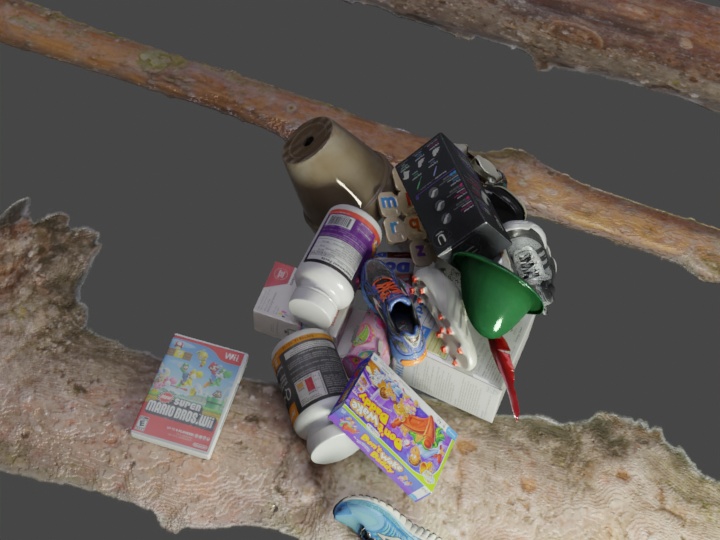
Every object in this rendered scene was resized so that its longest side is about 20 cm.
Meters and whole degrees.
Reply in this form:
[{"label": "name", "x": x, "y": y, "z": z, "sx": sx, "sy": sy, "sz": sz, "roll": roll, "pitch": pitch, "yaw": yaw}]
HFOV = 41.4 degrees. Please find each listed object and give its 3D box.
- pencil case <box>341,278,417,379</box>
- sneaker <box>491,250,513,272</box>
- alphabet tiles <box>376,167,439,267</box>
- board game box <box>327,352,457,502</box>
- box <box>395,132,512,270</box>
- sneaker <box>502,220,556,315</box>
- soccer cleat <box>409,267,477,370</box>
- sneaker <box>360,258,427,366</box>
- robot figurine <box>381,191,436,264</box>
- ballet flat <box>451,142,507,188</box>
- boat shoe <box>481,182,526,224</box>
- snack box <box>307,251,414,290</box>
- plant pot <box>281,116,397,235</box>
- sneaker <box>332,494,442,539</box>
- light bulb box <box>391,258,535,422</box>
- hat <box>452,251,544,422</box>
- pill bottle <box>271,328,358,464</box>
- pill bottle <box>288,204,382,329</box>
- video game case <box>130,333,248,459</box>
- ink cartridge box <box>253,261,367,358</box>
[{"label": "pencil case", "x": 0.038, "y": 0.109, "z": 1.674, "sx": 0.086, "sy": 0.088, "sz": 0.202, "roll": 21, "pitch": 52, "yaw": 11}, {"label": "sneaker", "x": 0.229, "y": 0.001, "z": 1.723, "sx": 0.076, "sy": 0.200, "sz": 0.080, "roll": -16, "pitch": 89, "yaw": -4}, {"label": "alphabet tiles", "x": 0.128, "y": -0.101, "z": 1.743, "sx": 0.196, "sy": 0.015, "sz": 0.200, "roll": -6, "pitch": 70, "yaw": -21}, {"label": "board game box", "x": 0.055, "y": 0.250, "z": 1.530, "sx": 0.200, "sy": 0.045, "sz": 0.135, "roll": 44, "pitch": 41, "yaw": -8}, {"label": "box", "x": 0.159, "y": -0.113, "z": 1.641, "sx": 0.105, "sy": 0.122, "sz": 0.203, "roll": -34, "pitch": 58, "yaw": 18}, {"label": "sneaker", "x": 0.307, "y": -0.001, "z": 1.716, "sx": 0.074, "sy": 0.200, "sz": 0.116, "roll": -13, "pitch": 54, "yaw": 24}, {"label": "soccer cleat", "x": 0.152, "y": 0.072, "z": 1.571, "sx": 0.076, "sy": 0.070, "sz": 0.202, "roll": -14, "pitch": 55, "yaw": -21}, {"label": "sneaker", "x": 0.058, "y": 0.055, "z": 1.570, "sx": 0.074, "sy": 0.079, "sz": 0.202, "roll": -21, "pitch": 58, "yaw": -14}, {"label": "robot figurine", "x": 0.121, "y": -0.094, "z": 1.811, "sx": 0.199, "sy": 0.113, "sz": 0.171, "roll": -40, "pitch": 93, "yaw": -28}, {"label": "ballet flat", "x": 0.219, "y": -0.218, "z": 1.935, "sx": 0.199, "sy": 0.073, "sz": 0.072, "roll": 38, "pitch": 60, "yaw": 21}, {"label": "boat shoe", "x": 0.233, "y": -0.140, "z": 1.870, "sx": 0.200, "sy": 0.075, "sz": 0.063, "roll": 33, "pitch": 39, "yaw": 26}, {"label": "snack box", "x": 0.000, "y": 0.000, "z": 1.758, "sx": 0.195, "sy": 0.073, "sz": 0.025, "roll": 1, "pitch": 33, "yaw": -3}, {"label": "plant pot", "x": -0.052, "y": -0.184, "z": 1.774, "sx": 0.197, "sy": 0.174, "sz": 0.203, "roll": -22, "pitch": 42, "yaw": 21}, {"label": "sneaker", "x": 0.040, "y": 0.418, "z": 1.462, "sx": 0.197, "sy": 0.079, "sz": 0.091, "roll": 27, "pitch": 60, "yaw": 15}, {"label": "light bulb box", "x": 0.180, "y": 0.119, "z": 1.655, "sx": 0.197, "sy": 0.126, "sz": 0.200, "roll": 23, "pitch": 56, "yaw": 13}, {"label": "hat", "x": 0.188, "y": 0.094, "z": 1.522, "sx": 0.198, "sy": 0.166, "sz": 0.178, "roll": 23, "pitch": 74, "yaw": 38}, {"label": "pill bottle", "x": -0.070, "y": 0.207, "z": 1.579, "sx": 0.114, "sy": 0.117, "sz": 0.202, "roll": -14, "pitch": 56, "yaw": -14}, {"label": "pill bottle", "x": -0.047, "y": -0.004, "z": 1.648, "sx": 0.109, "sy": 0.112, "sz": 0.202, "roll": 21, "pitch": 60, "yaw": 11}, {"label": "video game case", "x": -0.288, "y": 0.210, "z": 1.622, "sx": 0.140, "sy": 0.018, "sz": 0.203, "roll": 14, "pitch": 54, "yaw": 6}, {"label": "ink cartridge box", "x": -0.081, "y": 0.074, "z": 1.704, "sx": 0.196, "sy": 0.068, "sz": 0.118, "roll": 17, "pitch": 55, "yaw": 7}]
